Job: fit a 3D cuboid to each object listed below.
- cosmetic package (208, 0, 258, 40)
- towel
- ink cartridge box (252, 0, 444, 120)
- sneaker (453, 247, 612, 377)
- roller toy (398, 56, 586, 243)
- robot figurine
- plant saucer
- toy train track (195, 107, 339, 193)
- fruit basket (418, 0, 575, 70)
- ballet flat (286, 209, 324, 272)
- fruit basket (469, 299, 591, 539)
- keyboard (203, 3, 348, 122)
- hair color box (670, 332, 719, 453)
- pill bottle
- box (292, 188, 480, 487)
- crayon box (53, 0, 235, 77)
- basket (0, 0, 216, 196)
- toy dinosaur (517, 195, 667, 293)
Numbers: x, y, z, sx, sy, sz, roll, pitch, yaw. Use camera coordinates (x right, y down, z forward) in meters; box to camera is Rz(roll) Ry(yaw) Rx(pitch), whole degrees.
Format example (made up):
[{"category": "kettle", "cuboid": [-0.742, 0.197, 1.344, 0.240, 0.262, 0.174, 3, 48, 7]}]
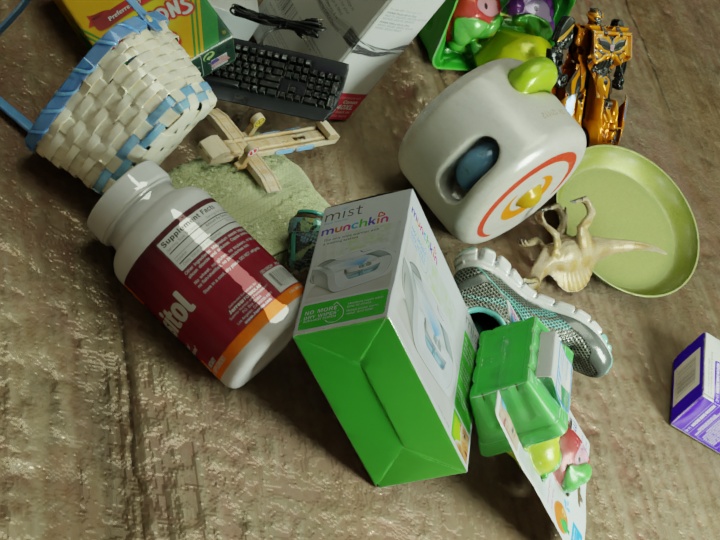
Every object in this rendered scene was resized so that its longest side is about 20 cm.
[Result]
[{"category": "cosmetic package", "cuboid": [-0.196, -0.349, 1.738, 0.150, 0.052, 0.200, 16, 44, -29]}, {"category": "towel", "cuboid": [-0.114, -0.063, 1.537, 0.148, 0.037, 0.200, 46, 39, 9]}, {"category": "ink cartridge box", "cuboid": [-0.016, -0.284, 1.690, 0.083, 0.200, 0.145, 1, 52, -45]}, {"category": "sneaker", "cuboid": [0.169, 0.065, 1.622, 0.200, 0.078, 0.091, 32, 55, -3]}, {"category": "roller toy", "cuboid": [0.146, -0.123, 1.685, 0.182, 0.200, 0.140, -33, 73, -15]}, {"category": "robot figurine", "cuboid": [0.277, -0.215, 1.876, 0.145, 0.201, 0.058, -6, 18, -41]}, {"category": "plant saucer", "cuboid": [0.310, -0.054, 1.835, 0.199, 0.031, 0.201, 13, 59, -23]}, {"category": "toy train track", "cuboid": [-0.086, -0.137, 1.583, 0.200, 0.033, 0.115, -15, 61, -51]}, {"category": "fruit basket", "cuboid": [0.184, -0.289, 1.916, 0.215, 0.156, 0.216, 18, 28, -10]}, {"category": "ballet flat", "cuboid": [0.000, 0.000, 1.544, 0.200, 0.074, 0.074, 21, 41, -39]}, {"category": "fruit basket", "cuboid": [0.182, 0.151, 1.485, 0.200, 0.094, 0.185, 54, 27, -23]}, {"category": "keyboard", "cuboid": [-0.109, -0.227, 1.625, 0.199, 0.021, 0.127, 13, 62, 5]}, {"category": "hair color box", "cuboid": [0.445, 0.167, 1.733, 0.200, 0.065, 0.109, 31, 39, -12]}, {"category": "pill bottle", "cuboid": [-0.146, 0.000, 1.391, 0.200, 0.113, 0.113, 44, 39, 7]}, {"category": "box", "cuboid": [0.029, 0.062, 1.409, 0.177, 0.096, 0.200, -76, 148, -48]}, {"category": "crayon box", "cuboid": [-0.233, -0.270, 1.586, 0.127, 0.051, 0.200, -32, 71, -13]}, {"category": "basket", "cuboid": [-0.251, -0.177, 1.441, 0.200, 0.176, 0.139, 45, 23, -3]}, {"category": "toy dinosaur", "cuboid": [0.242, -0.029, 1.749, 0.200, 0.058, 0.101, -18, 94, -27]}]
